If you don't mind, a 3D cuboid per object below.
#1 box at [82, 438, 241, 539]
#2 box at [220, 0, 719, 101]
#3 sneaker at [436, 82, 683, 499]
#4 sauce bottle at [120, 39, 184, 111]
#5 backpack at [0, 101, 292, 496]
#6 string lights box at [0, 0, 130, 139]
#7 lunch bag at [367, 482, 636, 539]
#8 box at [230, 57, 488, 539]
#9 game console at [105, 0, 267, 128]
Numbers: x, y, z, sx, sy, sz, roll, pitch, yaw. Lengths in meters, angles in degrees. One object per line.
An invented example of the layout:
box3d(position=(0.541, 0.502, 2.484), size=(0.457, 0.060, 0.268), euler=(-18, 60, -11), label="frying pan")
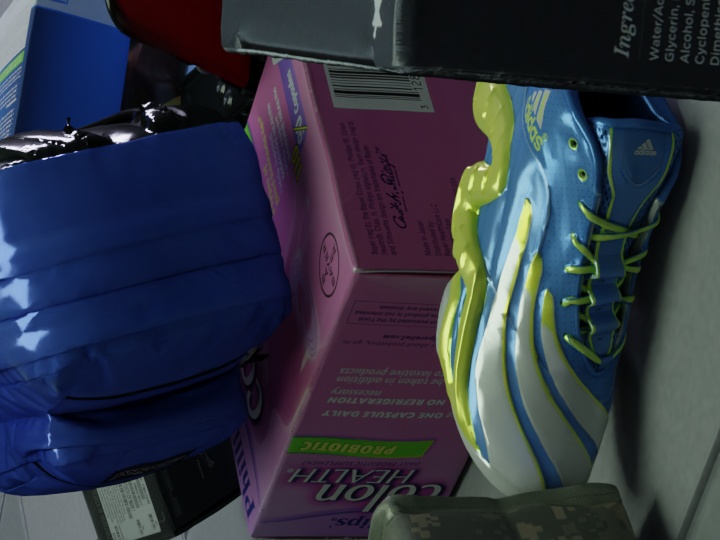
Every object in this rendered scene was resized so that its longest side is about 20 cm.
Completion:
box3d(position=(-0.136, 0.055, 1.463), size=(0.158, 0.051, 0.201), euler=(-20, -88, -76), label="box")
box3d(position=(0.076, -0.116, 0.807), size=(0.197, 0.199, 0.118), euler=(-160, 73, -70), label="box")
box3d(position=(0.080, -0.011, 0.981), size=(0.105, 0.075, 0.201), euler=(147, 124, -67), label="sneaker")
box3d(position=(-0.107, -0.069, 1.353), size=(0.066, 0.066, 0.201), euler=(134, 133, -64), label="sauce bottle")
box3d(position=(-0.118, 0.012, 1.156), size=(0.200, 0.162, 0.168), euler=(-27, 83, 60), label="backpack")
box3d(position=(-0.174, -0.049, 1.326), size=(0.103, 0.059, 0.201), euler=(144, 136, -59), label="string lights box")
box3d(position=(0.055, 0.208, 0.972), size=(0.164, 0.117, 0.201), euler=(-108, 21, -46), label="lunch bag")
box3d(position=(0.000, 0.000, 1.188), size=(0.200, 0.096, 0.176), euler=(111, 154, -46), label="box")
box3d(position=(-0.099, -0.179, 1.252), size=(0.172, 0.118, 0.201), euler=(149, 125, -61), label="game console")
